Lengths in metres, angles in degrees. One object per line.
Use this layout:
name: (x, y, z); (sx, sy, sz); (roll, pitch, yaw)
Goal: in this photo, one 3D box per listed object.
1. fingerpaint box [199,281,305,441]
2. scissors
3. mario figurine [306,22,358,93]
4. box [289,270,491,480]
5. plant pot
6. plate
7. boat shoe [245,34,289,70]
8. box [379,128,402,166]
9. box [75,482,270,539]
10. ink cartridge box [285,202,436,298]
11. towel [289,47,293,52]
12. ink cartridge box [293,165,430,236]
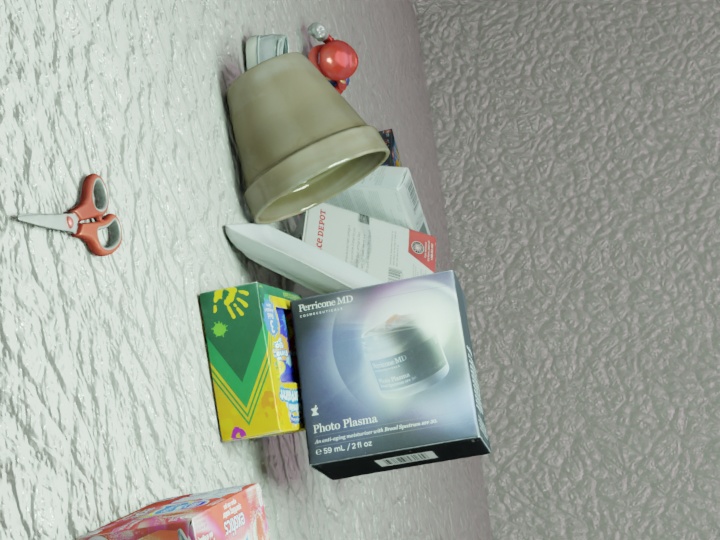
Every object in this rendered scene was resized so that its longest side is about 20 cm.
fingerpaint box: (-0.109, 0.108, 1.456); (0.200, 0.073, 0.168); (27, 53, -77)
scissors: (-0.241, -0.034, 1.065); (0.200, 0.014, 0.074); (-67, 146, -75)
mario figurine: (-0.068, -0.371, 2.281); (0.123, 0.106, 0.200); (42, 0, 0)
box: (0.034, 0.123, 1.462); (0.123, 0.199, 0.199); (57, 23, -69)
plant pot: (-0.089, -0.182, 1.653); (0.174, 0.199, 0.200); (62, 9, 7)
plate: (-0.066, -0.005, 1.605); (0.032, 0.199, 0.200); (-65, 172, 7)
boat shoe: (-0.118, -0.247, 1.800); (0.070, 0.071, 0.202); (43, 39, -74)
box: (0.068, -0.217, 2.872); (0.200, 0.038, 0.137); (-85, 161, -57)
box: (-0.146, 0.242, 1.041); (0.200, 0.099, 0.096); (9, 69, -80)
ink cartridge box: (0.000, 0.000, 1.781); (0.083, 0.199, 0.147); (119, -17, -45)
towel: (-0.095, -0.210, 1.930); (0.191, 0.032, 0.201); (76, 6, -63)
ink cartridge box: (-0.005, -0.087, 1.868); (0.057, 0.199, 0.163); (-61, 146, -32)
